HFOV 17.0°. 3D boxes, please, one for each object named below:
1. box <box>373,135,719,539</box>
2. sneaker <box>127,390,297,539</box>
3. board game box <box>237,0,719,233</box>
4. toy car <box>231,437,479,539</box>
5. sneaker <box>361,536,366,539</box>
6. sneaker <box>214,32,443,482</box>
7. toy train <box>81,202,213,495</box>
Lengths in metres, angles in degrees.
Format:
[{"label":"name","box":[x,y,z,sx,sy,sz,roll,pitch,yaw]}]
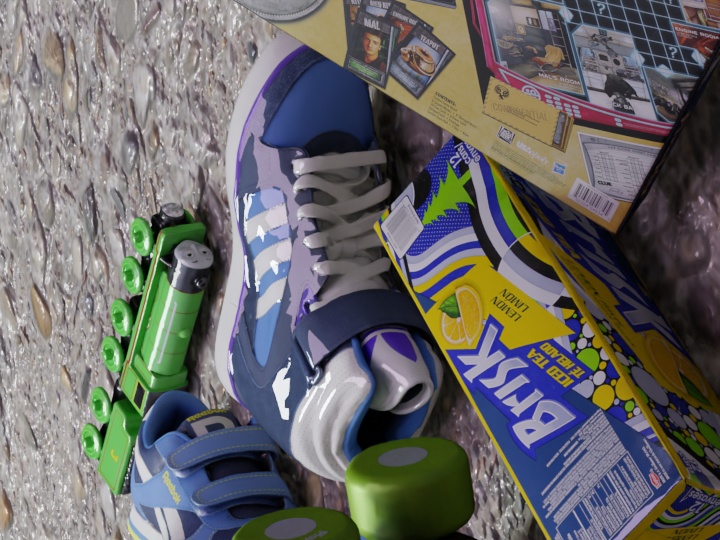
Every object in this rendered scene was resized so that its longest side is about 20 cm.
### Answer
[{"label":"box","box":[0.082,0.036,0.933,0.064,0.070,0.200,-47,46,22]},{"label":"sneaker","box":[-0.074,0.121,1.275,0.200,0.074,0.083,23,112,60]},{"label":"board game box","box":[0.042,-0.119,0.903,0.200,0.035,0.136,32,135,8]},{"label":"toy car","box":[0.065,0.174,0.975,0.199,0.158,0.165,3,110,38]},{"label":"sneaker","box":[-0.021,0.211,1.093,0.077,0.111,0.201,9,86,41]},{"label":"sneaker","box":[0.000,0.000,1.116,0.146,0.080,0.201,32,118,49]},{"label":"toy train","box":[-0.123,0.050,1.402,0.056,0.042,0.201,50,137,36]}]
